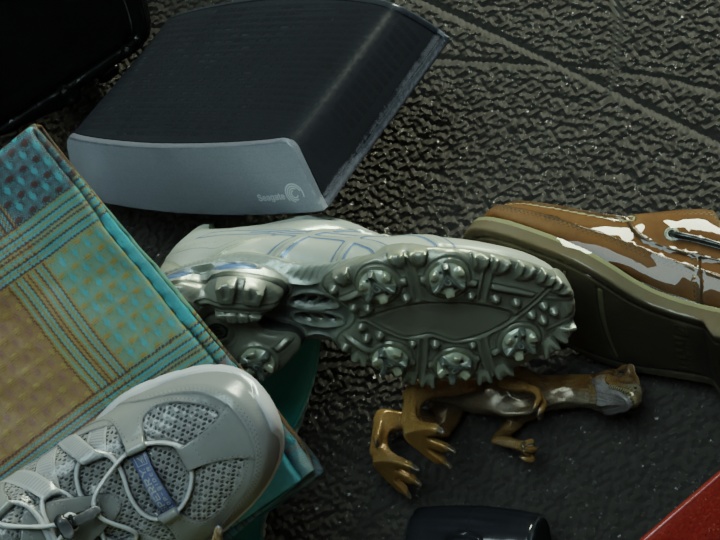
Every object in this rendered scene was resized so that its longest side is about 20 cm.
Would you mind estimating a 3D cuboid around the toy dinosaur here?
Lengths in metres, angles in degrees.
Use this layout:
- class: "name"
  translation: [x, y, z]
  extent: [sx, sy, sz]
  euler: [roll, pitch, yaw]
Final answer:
- class: "toy dinosaur"
  translation: [0.037, 0.051, 0.853]
  extent: [0.200, 0.060, 0.106]
  euler: [21, 50, 20]

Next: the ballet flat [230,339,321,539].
- class: "ballet flat"
  translation: [-0.073, 0.090, 0.858]
  extent: [0.072, 0.072, 0.200]
  euler: [3, 63, 21]

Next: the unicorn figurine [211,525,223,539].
- class: "unicorn figurine"
  translation: [-0.095, 0.217, 0.775]
  extent: [0.137, 0.074, 0.200]
  euler: [-17, 96, 1]

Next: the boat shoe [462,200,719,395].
- class: "boat shoe"
  translation: [0.147, 0.008, 0.825]
  extent: [0.200, 0.072, 0.068]
  euler: [24, 61, 22]

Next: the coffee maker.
- class: "coffee maker"
  translation: [-0.239, -0.178, 0.997]
  extent: [0.192, 0.135, 0.200]
  euler: [-16, 43, -15]

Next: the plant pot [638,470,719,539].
- class: "plant pot"
  translation: [0.243, 0.117, 0.648]
  extent: [0.200, 0.200, 0.176]
  euler: [-40, 88, -4]

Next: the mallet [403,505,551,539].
- class: "mallet"
  translation: [0.015, 0.121, 0.736]
  extent: [0.066, 0.200, 0.041]
  euler: [-1, 84, 30]

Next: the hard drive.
- class: "hard drive"
  translation: [-0.062, -0.089, 0.911]
  extent: [0.200, 0.042, 0.135]
  euler: [6, 52, 46]

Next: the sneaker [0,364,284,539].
- class: "sneaker"
  translation: [-0.119, 0.110, 0.733]
  extent: [0.200, 0.082, 0.075]
  euler: [-32, 94, 12]

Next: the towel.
- class: "towel"
  translation: [-0.133, 0.055, 0.777]
  extent: [0.147, 0.022, 0.200]
  euler: [-37, 95, 11]

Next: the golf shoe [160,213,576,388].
- class: "golf shoe"
  translation: [0.000, 0.000, 0.815]
  extent: [0.199, 0.078, 0.097]
  euler: [1, 36, 5]
